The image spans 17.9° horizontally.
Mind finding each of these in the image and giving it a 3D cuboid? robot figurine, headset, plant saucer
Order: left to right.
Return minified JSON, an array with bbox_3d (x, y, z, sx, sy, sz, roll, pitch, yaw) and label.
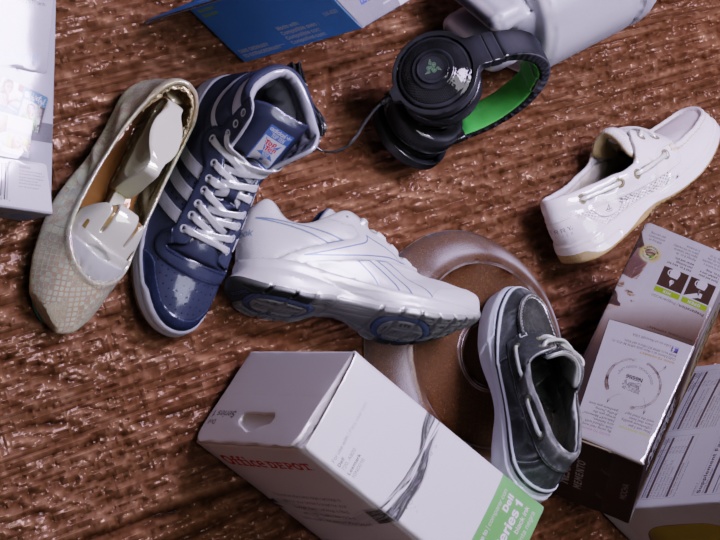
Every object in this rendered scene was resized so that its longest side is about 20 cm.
[{"bbox_3d":[0.043,-0.138,1.715,0.199,0.124,0.094,-17,68,-22],"label":"headset"},{"bbox_3d":[0.089,0.066,1.762,0.200,0.032,0.201,7,79,-36],"label":"plant saucer"},{"bbox_3d":[0.159,-0.229,1.801,0.200,0.170,0.113,-28,58,-28],"label":"robot figurine"}]

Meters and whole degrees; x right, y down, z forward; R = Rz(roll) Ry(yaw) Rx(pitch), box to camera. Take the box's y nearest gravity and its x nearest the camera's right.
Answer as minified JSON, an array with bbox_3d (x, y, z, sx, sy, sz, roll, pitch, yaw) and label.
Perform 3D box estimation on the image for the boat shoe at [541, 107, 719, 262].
[{"bbox_3d":[0.219,-0.086,1.852,0.200,0.071,0.069,-42,112,-34],"label":"boat shoe"}]

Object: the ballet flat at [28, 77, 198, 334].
[{"bbox_3d":[-0.167,-0.051,1.557,0.067,0.062,0.201,34,64,-29],"label":"ballet flat"}]

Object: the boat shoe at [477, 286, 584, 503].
[{"bbox_3d":[0.136,0.082,1.688,0.072,0.071,0.200,29,38,-30],"label":"boat shoe"}]

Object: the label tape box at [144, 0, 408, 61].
[{"bbox_3d":[-0.033,-0.200,1.637,0.200,0.144,0.063,-34,106,-36],"label":"label tape box"}]

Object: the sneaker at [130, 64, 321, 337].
[{"bbox_3d":[-0.092,-0.054,1.587,0.070,0.108,0.201,27,67,-31],"label":"sneaker"}]

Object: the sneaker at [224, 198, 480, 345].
[{"bbox_3d":[0.000,0.000,1.662,0.199,0.074,0.087,15,65,-24],"label":"sneaker"}]

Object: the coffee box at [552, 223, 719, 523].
[{"bbox_3d":[0.216,0.081,1.795,0.080,0.113,0.200,22,62,11],"label":"coffee box"}]

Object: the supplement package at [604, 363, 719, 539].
[{"bbox_3d":[0.333,0.173,1.827,0.152,0.200,0.151,44,59,-24],"label":"supplement package"}]

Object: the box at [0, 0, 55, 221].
[{"bbox_3d":[-0.275,-0.141,1.501,0.156,0.041,0.201,7,79,-38],"label":"box"}]

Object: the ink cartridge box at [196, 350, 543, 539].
[{"bbox_3d":[0.006,0.143,1.606,0.200,0.146,0.084,41,67,-26],"label":"ink cartridge box"}]
